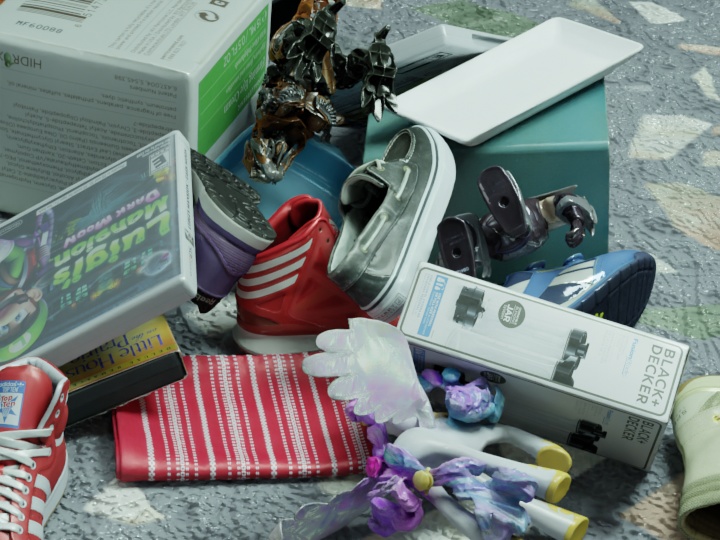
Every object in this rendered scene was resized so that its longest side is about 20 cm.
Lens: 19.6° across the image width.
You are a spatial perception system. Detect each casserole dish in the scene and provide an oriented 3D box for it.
[{"bbox_3d":[-0.070,-0.054,1.729,0.121,0.039,0.200,31,34,4],"label":"casserole dish"}]

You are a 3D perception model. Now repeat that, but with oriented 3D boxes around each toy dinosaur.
[{"bbox_3d":[-0.044,-0.170,1.690,0.101,0.202,0.135,-1,3,-28],"label":"toy dinosaur"}]

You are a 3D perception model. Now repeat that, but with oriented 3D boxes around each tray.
[{"bbox_3d":[0.125,-0.150,1.690,0.199,0.022,0.107,-29,36,-29],"label":"tray"}]

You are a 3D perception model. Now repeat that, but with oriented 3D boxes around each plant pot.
[{"bbox_3d":[0.103,-0.074,1.720,0.198,0.142,0.142,0,31,5],"label":"plant pot"}]

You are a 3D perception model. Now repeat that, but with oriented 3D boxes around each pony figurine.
[{"bbox_3d":[0.040,0.125,1.395,0.199,0.168,0.193,27,15,26],"label":"pony figurine"}]

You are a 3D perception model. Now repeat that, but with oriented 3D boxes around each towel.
[{"bbox_3d":[-0.085,0.103,1.515,0.198,0.023,0.145,-1,33,-9],"label":"towel"}]

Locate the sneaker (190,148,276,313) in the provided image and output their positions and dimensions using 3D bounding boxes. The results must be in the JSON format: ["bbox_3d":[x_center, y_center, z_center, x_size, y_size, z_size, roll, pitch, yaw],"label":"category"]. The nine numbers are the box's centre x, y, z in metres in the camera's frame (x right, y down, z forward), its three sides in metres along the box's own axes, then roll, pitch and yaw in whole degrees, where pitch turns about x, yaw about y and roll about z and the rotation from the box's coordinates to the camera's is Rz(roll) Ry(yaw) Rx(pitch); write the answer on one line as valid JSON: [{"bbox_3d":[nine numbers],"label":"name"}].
[{"bbox_3d":[-0.124,-0.030,1.576,0.075,0.088,0.200,32,9,-15],"label":"sneaker"}]

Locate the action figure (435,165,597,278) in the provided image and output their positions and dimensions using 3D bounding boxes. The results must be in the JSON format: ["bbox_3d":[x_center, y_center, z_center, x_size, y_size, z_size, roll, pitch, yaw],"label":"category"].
[{"bbox_3d":[0.108,-0.026,1.570,0.070,0.130,0.200,59,13,9],"label":"action figure"}]

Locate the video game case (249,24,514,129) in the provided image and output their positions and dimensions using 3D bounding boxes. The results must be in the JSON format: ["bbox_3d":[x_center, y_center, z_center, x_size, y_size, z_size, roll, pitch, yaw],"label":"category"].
[{"bbox_3d":[0.033,-0.165,1.803,0.199,0.022,0.182,-18,-9,30],"label":"video game case"}]

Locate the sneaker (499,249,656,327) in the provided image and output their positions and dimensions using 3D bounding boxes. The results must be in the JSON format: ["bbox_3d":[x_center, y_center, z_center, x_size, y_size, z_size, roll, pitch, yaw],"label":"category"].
[{"bbox_3d":[0.153,0.025,1.623,0.199,0.075,0.082,-23,38,-38],"label":"sneaker"}]

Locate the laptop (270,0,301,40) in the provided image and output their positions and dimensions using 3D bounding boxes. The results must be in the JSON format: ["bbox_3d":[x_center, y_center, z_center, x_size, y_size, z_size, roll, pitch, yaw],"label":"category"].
[{"bbox_3d":[-0.142,-0.251,2.007,0.199,0.104,0.177,23,35,28],"label":"laptop"}]

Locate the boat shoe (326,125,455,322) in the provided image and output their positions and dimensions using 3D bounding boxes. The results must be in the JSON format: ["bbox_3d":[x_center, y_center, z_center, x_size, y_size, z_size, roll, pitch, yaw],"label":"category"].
[{"bbox_3d":[0.021,-0.051,1.559,0.071,0.072,0.201,37,36,-20],"label":"boat shoe"}]

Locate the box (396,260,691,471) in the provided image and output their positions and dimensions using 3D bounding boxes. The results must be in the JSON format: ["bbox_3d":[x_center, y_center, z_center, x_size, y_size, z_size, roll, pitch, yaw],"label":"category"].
[{"bbox_3d":[0.125,0.069,1.472,0.198,0.117,0.061,18,69,6],"label":"box"}]

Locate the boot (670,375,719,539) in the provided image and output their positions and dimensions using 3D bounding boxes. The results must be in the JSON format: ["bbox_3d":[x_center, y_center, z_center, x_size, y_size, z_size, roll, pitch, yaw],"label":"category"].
[{"bbox_3d":[0.317,0.139,1.457,0.198,0.073,0.155,2,30,6],"label":"boot"}]

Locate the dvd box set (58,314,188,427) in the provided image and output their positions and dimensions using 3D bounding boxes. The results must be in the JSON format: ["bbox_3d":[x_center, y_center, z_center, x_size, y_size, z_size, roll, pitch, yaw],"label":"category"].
[{"bbox_3d":[-0.220,0.041,1.553,0.145,0.030,0.200,-22,36,-7],"label":"dvd box set"}]

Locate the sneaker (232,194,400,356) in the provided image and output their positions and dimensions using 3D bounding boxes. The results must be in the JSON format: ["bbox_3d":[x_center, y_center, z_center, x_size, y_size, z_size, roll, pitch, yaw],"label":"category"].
[{"bbox_3d":[0.000,0.000,1.600,0.198,0.116,0.078,-11,34,-21],"label":"sneaker"}]

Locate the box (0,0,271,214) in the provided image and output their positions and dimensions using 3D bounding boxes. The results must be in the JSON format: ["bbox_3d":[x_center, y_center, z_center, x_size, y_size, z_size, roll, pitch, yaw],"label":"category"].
[{"bbox_3d":[-0.199,-0.150,1.768,0.198,0.173,0.199,13,33,12],"label":"box"}]

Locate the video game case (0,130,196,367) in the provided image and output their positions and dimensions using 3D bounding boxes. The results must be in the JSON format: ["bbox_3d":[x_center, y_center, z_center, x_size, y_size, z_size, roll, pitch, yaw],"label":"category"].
[{"bbox_3d":[-0.209,-0.002,1.518,0.199,0.023,0.183,-26,37,14],"label":"video game case"}]

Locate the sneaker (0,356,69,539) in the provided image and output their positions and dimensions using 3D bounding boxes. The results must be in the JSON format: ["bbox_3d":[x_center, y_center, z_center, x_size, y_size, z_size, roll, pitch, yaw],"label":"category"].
[{"bbox_3d":[-0.230,0.136,1.354,0.070,0.113,0.201,3,31,0],"label":"sneaker"}]
